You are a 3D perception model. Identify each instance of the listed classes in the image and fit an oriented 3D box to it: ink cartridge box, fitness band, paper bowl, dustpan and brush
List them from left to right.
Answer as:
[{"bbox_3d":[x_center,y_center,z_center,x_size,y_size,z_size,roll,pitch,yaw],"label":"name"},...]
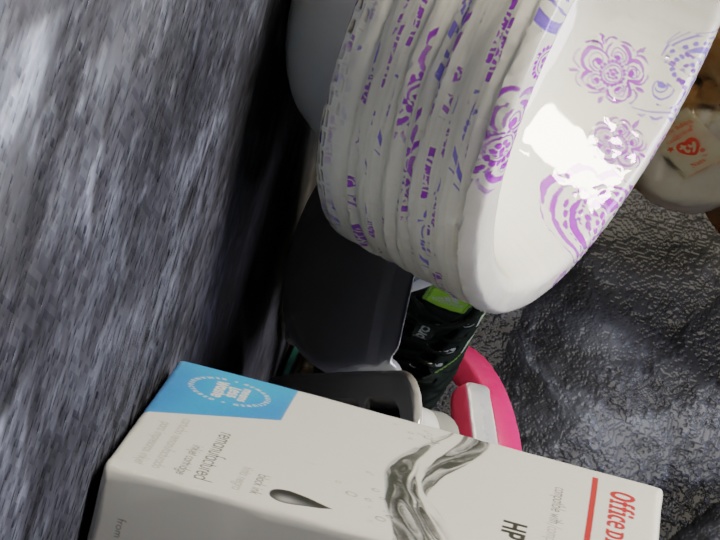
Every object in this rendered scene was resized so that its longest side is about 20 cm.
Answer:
[{"bbox_3d":[0.000,0.000,1.103,0.200,0.057,0.140,-21,-130,57],"label":"dustpan and brush"},{"bbox_3d":[0.027,0.130,1.436,0.144,0.037,0.200,-25,-119,44],"label":"fitness band"},{"bbox_3d":[0.024,0.095,0.801,0.116,0.200,0.067,-62,167,-75],"label":"ink cartridge box"},{"bbox_3d":[0.050,-0.094,0.934,0.201,0.104,0.201,-50,157,-30],"label":"paper bowl"}]

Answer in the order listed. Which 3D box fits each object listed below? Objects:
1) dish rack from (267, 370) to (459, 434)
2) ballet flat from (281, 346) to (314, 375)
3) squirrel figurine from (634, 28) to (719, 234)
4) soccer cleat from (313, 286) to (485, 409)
[{"bbox_3d":[-0.020,0.139,1.007,0.172,0.043,0.200,-7,-116,65],"label":"dish rack"},{"bbox_3d":[0.008,0.029,1.311,0.200,0.065,0.071,-71,173,-55],"label":"ballet flat"},{"bbox_3d":[0.171,-0.132,1.328,0.187,0.141,0.200,-79,-178,-47],"label":"squirrel figurine"},{"bbox_3d":[0.029,0.004,1.156,0.081,0.067,0.200,-89,-159,-59],"label":"soccer cleat"}]
